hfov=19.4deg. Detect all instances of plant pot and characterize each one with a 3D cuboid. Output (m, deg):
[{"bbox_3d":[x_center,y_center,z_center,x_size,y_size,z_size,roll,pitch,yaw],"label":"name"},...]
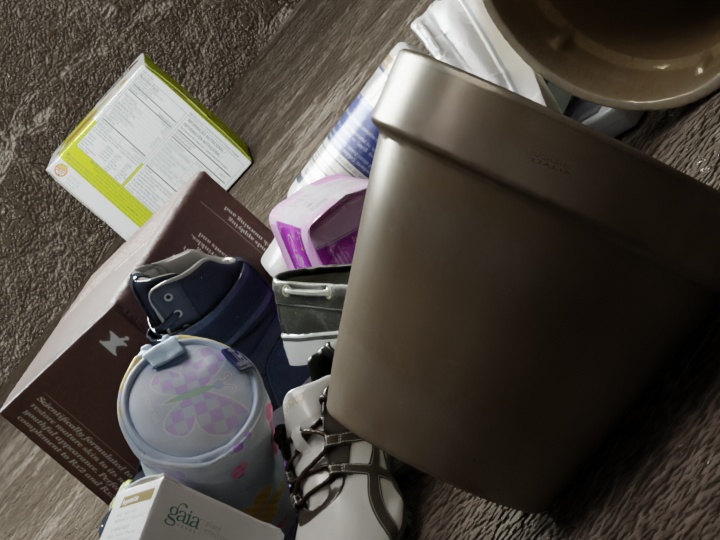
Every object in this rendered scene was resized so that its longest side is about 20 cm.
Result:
[{"bbox_3d":[0.196,-0.229,1.330,0.200,0.201,0.183,-39,4,42],"label":"plant pot"},{"bbox_3d":[0.072,0.014,1.000,0.174,0.200,0.200,-65,11,2],"label":"plant pot"}]

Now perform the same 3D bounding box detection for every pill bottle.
[{"bbox_3d":[0.015,-0.063,1.590,0.200,0.111,0.111,-53,10,10],"label":"pill bottle"}]

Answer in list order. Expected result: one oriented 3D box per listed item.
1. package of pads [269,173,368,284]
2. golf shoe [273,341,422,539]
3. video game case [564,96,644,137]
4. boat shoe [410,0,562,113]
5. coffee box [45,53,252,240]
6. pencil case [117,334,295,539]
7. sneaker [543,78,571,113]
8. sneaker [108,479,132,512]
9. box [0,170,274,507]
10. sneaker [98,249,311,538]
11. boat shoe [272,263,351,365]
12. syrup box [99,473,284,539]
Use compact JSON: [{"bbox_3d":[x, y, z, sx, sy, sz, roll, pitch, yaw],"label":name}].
[{"bbox_3d":[0.000,0.000,1.411,0.076,0.121,0.200,-27,8,-7],"label":"package of pads"},{"bbox_3d":[-0.018,0.116,1.174,0.078,0.094,0.200,-38,17,26],"label":"golf shoe"},{"bbox_3d":[0.173,-0.141,1.488,0.182,0.023,0.200,-55,12,-28],"label":"video game case"},{"bbox_3d":[0.087,-0.107,1.363,0.068,0.072,0.200,-31,59,10],"label":"boat shoe"},{"bbox_3d":[-0.286,-0.155,2.866,0.198,0.200,0.200,-48,11,4],"label":"coffee box"},{"bbox_3d":[-0.090,0.116,1.251,0.083,0.091,0.200,-42,-26,-17],"label":"pencil case"},{"bbox_3d":[0.129,-0.157,1.464,0.200,0.073,0.071,-54,20,-20],"label":"sneaker"},{"bbox_3d":[-0.155,0.201,1.476,0.076,0.075,0.200,-50,10,-8],"label":"sneaker"},{"bbox_3d":[-0.142,0.065,1.643,0.164,0.166,0.200,-40,13,35],"label":"box"},{"bbox_3d":[-0.126,0.079,1.371,0.202,0.146,0.077,-45,23,-10],"label":"sneaker"},{"bbox_3d":[0.030,0.013,1.247,0.200,0.064,0.071,-10,9,33],"label":"boat shoe"},{"bbox_3d":[-0.121,0.219,1.143,0.081,0.079,0.200,-27,40,63],"label":"syrup box"}]
